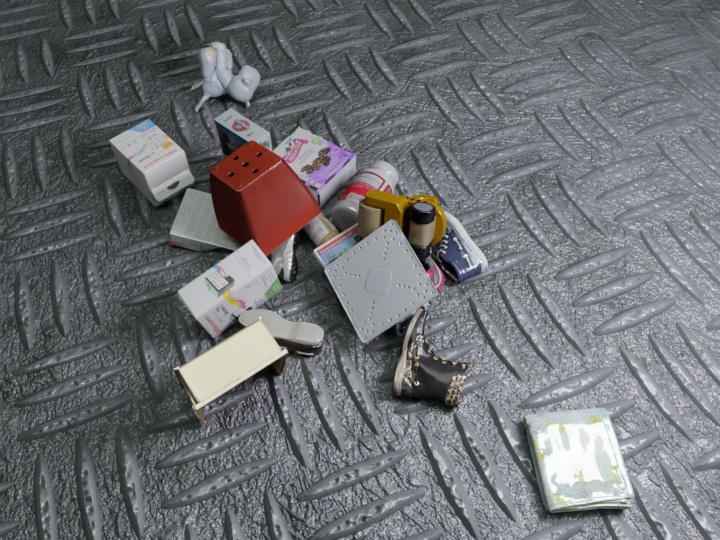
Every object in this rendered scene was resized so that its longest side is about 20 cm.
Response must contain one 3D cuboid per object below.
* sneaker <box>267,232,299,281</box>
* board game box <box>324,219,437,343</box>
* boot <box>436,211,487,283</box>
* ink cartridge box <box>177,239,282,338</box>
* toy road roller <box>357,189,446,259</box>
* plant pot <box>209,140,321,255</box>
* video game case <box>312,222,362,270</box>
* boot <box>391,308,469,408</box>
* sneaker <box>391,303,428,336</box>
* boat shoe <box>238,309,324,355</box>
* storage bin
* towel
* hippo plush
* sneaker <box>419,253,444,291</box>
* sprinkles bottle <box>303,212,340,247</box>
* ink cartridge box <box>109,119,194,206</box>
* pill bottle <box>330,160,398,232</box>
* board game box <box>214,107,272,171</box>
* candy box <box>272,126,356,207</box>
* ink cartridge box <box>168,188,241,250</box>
[{"bbox_3d":[-0.192,-0.062,1.561,0.078,0.074,0.202,-1,53,6],"label":"sneaker"},{"bbox_3d":[0.044,0.024,1.394,0.199,0.026,0.201,-35,69,15],"label":"board game box"},{"bbox_3d":[0.217,-0.061,1.551,0.090,0.073,0.200,-23,57,-23],"label":"boot"},{"bbox_3d":[-0.286,0.044,1.413,0.199,0.145,0.084,-36,69,-11],"label":"ink cartridge box"},{"bbox_3d":[0.103,-0.121,1.483,0.198,0.124,0.146,15,31,19],"label":"toy road roller"},{"bbox_3d":[-0.246,-0.186,1.515,0.200,0.177,0.199,-41,50,-19],"label":"plant pot"},{"bbox_3d":[0.000,0.000,1.500,0.142,0.017,0.201,-33,82,-22],"label":"video game case"},{"bbox_3d":[0.159,0.190,1.362,0.149,0.073,0.201,14,63,11],"label":"boot"},{"bbox_3d":[0.049,0.057,1.441,0.199,0.075,0.115,36,67,1],"label":"sneaker"},{"bbox_3d":[-0.177,0.140,1.417,0.198,0.061,0.074,11,41,7],"label":"boat shoe"},{"bbox_3d":[-0.260,0.208,1.287,0.199,0.199,0.094,-32,76,-21],"label":"storage bin"},{"bbox_3d":[0.426,0.370,1.247,0.169,0.048,0.201,-3,53,-3],"label":"towel"},{"bbox_3d":[-0.391,-0.577,1.888,0.159,0.160,0.201,18,55,14],"label":"hippo plush"},{"bbox_3d":[0.136,-0.039,1.520,0.080,0.075,0.201,-37,55,11],"label":"sneaker"},{"bbox_3d":[-0.105,-0.107,1.593,0.068,0.069,0.200,-28,59,-19],"label":"sprinkles bottle"},{"bbox_3d":[-0.547,-0.281,1.692,0.128,0.126,0.200,-38,61,-24],"label":"ink cartridge box"},{"bbox_3d":[0.017,-0.186,1.623,0.111,0.113,0.201,23,57,17],"label":"pill bottle"},{"bbox_3d":[-0.295,-0.301,1.656,0.147,0.201,0.064,35,59,24],"label":"board game box"},{"bbox_3d":[-0.138,-0.283,1.721,0.199,0.072,0.168,30,59,20],"label":"candy box"},{"bbox_3d":[-0.372,-0.117,1.633,0.198,0.050,0.163,17,53,-9],"label":"ink cartridge box"}]
